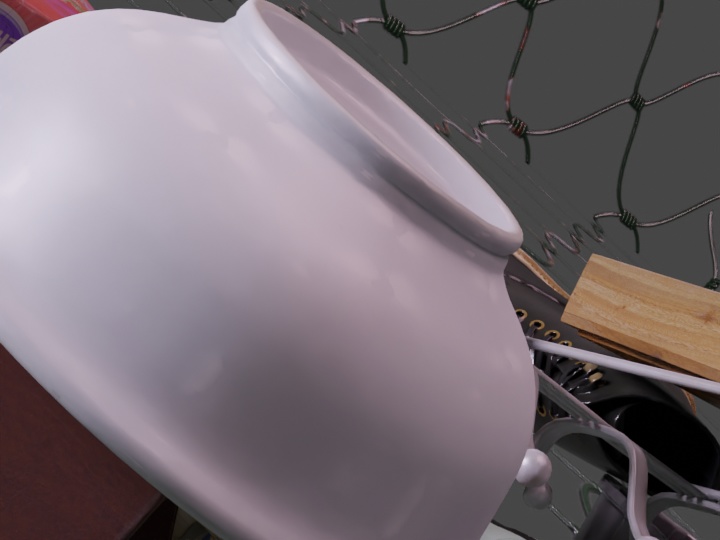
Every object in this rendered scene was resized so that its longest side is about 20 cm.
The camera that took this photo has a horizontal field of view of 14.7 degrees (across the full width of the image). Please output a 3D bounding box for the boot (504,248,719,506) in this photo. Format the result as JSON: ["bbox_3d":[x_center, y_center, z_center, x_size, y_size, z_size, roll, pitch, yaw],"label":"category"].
[{"bbox_3d":[0.069,0.034,1.216,0.199,0.078,0.138,23,6,-8],"label":"boot"}]

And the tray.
[{"bbox_3d":[0.159,0.041,1.098,0.098,0.037,0.200,27,-2,-17],"label":"tray"}]

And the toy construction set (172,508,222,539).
[{"bbox_3d":[-0.003,0.113,0.803,0.199,0.092,0.131,32,6,9],"label":"toy construction set"}]

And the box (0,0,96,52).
[{"bbox_3d":[-0.174,-0.089,0.992,0.200,0.095,0.103,33,13,-51],"label":"box"}]

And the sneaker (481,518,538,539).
[{"bbox_3d":[0.074,0.143,1.057,0.118,0.074,0.201,22,-18,31],"label":"sneaker"}]

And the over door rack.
[{"bbox_3d":[0.129,0.076,0.980,0.199,0.067,0.148,-4,-31,46],"label":"over door rack"}]

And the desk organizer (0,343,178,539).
[{"bbox_3d":[-0.126,0.013,0.737,0.200,0.077,0.072,44,8,14],"label":"desk organizer"}]

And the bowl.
[{"bbox_3d":[-0.021,-0.007,0.730,0.201,0.090,0.201,39,10,-8],"label":"bowl"}]

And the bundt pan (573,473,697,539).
[{"bbox_3d":[0.158,0.180,1.205,0.202,0.076,0.202,40,3,-3],"label":"bundt pan"}]
